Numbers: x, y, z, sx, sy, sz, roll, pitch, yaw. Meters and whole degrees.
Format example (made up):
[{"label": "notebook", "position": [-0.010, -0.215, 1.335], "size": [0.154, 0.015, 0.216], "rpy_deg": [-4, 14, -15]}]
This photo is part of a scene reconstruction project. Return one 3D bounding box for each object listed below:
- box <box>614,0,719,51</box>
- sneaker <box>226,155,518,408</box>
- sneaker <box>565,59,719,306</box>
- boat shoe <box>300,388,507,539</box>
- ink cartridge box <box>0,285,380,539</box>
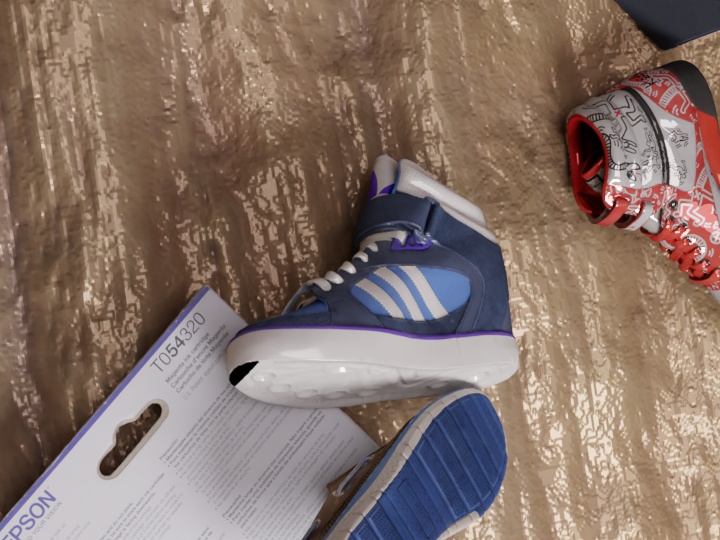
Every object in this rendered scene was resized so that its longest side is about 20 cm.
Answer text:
[{"label": "box", "position": [0.260, -0.266, 0.921], "size": [0.107, 0.148, 0.200], "rpy_deg": [40, 73, -15]}, {"label": "sneaker", "position": [0.000, 0.000, 0.829], "size": [0.199, 0.081, 0.147], "rpy_deg": [1, 64, -30]}, {"label": "sneaker", "position": [0.208, -0.033, 0.934], "size": [0.107, 0.067, 0.203], "rpy_deg": [-22, 92, -21]}, {"label": "boat shoe", "position": [0.015, 0.132, 0.795], "size": [0.200, 0.072, 0.073], "rpy_deg": [-37, 104, -48]}, {"label": "ink cartridge box", "position": [-0.086, 0.147, 0.815], "size": [0.200, 0.043, 0.197], "rpy_deg": [45, 71, -12]}]
